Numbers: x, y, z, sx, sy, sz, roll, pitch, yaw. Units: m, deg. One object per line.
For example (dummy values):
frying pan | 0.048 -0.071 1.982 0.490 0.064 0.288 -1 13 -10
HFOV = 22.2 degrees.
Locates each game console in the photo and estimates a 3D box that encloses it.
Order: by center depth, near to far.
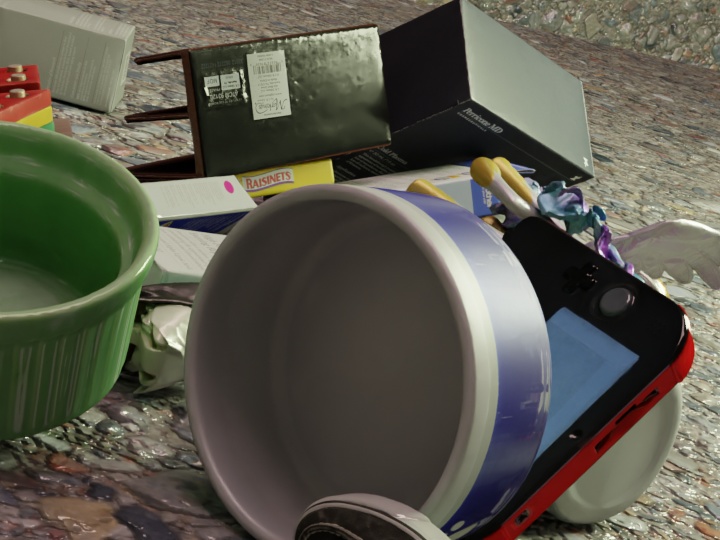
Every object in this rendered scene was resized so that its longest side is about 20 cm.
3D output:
game console | 0.083 0.065 1.095 0.177 0.200 0.031 39 -13 45

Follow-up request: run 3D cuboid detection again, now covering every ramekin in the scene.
ramekin | -0.218 0.006 1.041 0.199 0.098 0.200 8 34 -5

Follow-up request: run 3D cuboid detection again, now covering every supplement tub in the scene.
supplement tub | 0.100 0.069 1.194 0.122 0.123 0.200 3 21 -41

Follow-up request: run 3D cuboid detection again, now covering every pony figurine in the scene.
pony figurine | 0.151 0.000 1.321 0.200 0.167 0.193 41 10 35

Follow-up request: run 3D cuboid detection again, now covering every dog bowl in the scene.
dog bowl | 0.001 0.055 0.989 0.200 0.201 0.079 27 15 35

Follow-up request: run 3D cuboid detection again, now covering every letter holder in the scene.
letter holder | -0.097 -0.136 1.491 0.199 0.101 0.142 -14 11 -41

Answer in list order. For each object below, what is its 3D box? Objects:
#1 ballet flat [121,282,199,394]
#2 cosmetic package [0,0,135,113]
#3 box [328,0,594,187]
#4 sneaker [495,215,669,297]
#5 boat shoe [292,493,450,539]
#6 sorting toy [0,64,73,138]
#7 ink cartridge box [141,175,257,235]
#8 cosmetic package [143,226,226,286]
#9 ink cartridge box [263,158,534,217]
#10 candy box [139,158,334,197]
ballet flat | -0.151 0.044 1.148 0.199 0.068 0.068 3 27 -11
cosmetic package | -0.339 -0.233 1.893 0.199 0.091 0.107 12 15 -3
box | 0.077 -0.128 1.630 0.181 0.105 0.200 -20 -29 32
sneaker | 0.166 0.016 1.588 0.199 0.076 0.088 20 31 25
boat shoe | 0.024 0.167 0.865 0.063 0.071 0.200 3 22 -44
sorting toy | -0.309 -0.096 1.335 0.199 0.070 0.199 -6 18 -9
ink cartridge box | -0.152 -0.034 1.367 0.200 0.094 0.037 -6 70 -58
cosmetic package | -0.073 0.024 1.273 0.199 0.074 0.102 5 19 -32
ink cartridge box | 0.032 -0.057 1.502 0.199 0.042 0.119 -12 10 -16
candy box | -0.131 -0.067 1.492 0.199 0.027 0.102 -11 6 -34
